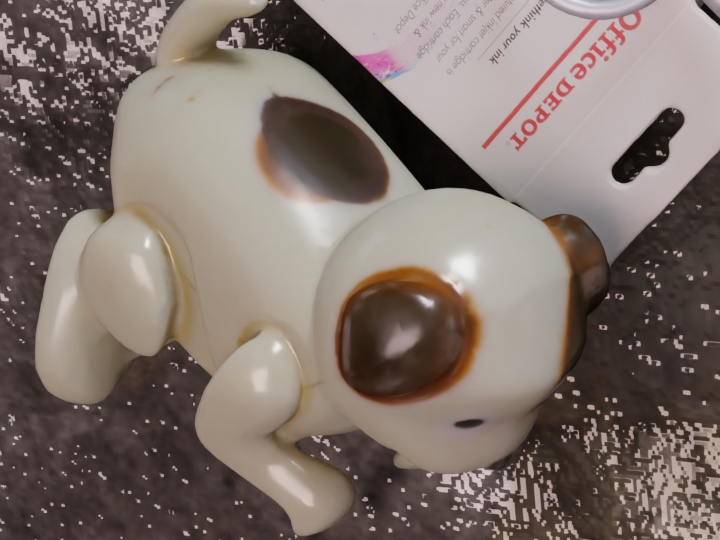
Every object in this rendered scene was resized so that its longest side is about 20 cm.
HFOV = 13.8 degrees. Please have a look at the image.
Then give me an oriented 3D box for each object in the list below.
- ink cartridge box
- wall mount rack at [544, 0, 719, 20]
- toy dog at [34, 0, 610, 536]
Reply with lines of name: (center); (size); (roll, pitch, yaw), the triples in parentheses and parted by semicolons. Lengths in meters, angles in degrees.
ink cartridge box: (0.058, -0.110, 1.101); (0.200, 0.067, 0.117); (44, 123, 3)
wall mount rack: (0.110, -0.185, 1.001); (0.200, 0.075, 0.174); (-44, 87, 7)
toy dog: (0.000, 0.000, 1.101); (0.200, 0.139, 0.194); (27, 116, 41)
